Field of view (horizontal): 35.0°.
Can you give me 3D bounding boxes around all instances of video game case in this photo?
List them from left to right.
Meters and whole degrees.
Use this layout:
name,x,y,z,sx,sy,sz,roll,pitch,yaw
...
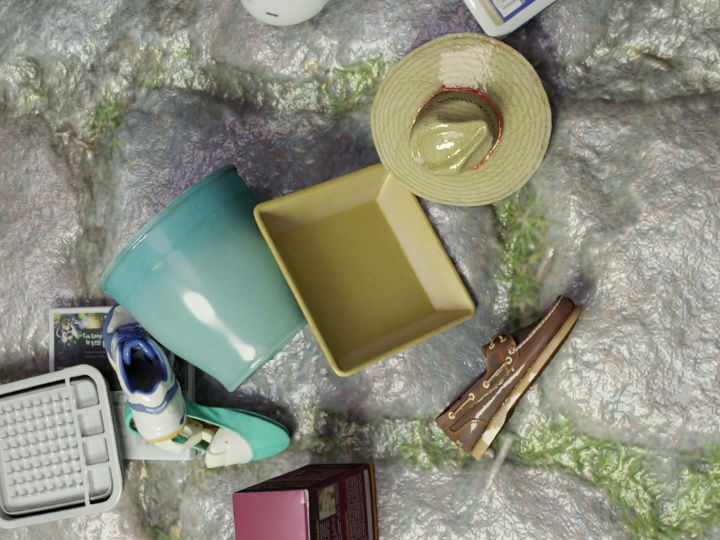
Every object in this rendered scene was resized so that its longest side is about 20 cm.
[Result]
name,x,y,z,sx,sy,sz,roll,pitch,yaw
video game case,-0.291,0.136,1.388,0.196,0.023,0.186,-2,88,21

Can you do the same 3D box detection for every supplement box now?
name,x,y,z,sx,sy,sz,roll,pitch,yaw
supplement box,-0.053,0.272,1.202,0.084,0.200,0.113,-5,87,19

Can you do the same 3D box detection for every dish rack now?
name,x,y,z,sx,sy,sz,roll,pitch,yaw
dish rack,-0.371,0.213,1.381,0.197,0.043,0.175,-14,84,19

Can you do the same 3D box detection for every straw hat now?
name,x,y,z,sx,sy,sz,roll,pitch,yaw
straw hat,0.097,-0.141,1.189,0.197,0.085,0.205,6,113,14

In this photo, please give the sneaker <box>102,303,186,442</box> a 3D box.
name,x,y,z,sx,sy,sz,roll,pitch,yaw
sneaker,-0.244,0.093,1.281,0.074,0.089,0.201,-22,47,-14

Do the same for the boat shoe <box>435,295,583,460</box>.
name,x,y,z,sx,sy,sz,roll,pitch,yaw
boat shoe,0.154,0.104,1.202,0.070,0.070,0.201,38,100,13

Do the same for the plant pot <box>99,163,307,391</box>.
name,x,y,z,sx,sy,sz,roll,pitch,yaw
plant pot,-0.152,0.020,1.262,0.200,0.200,0.188,-43,89,13

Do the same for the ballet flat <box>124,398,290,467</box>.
name,x,y,z,sx,sy,sz,roll,pitch,yaw
ballet flat,-0.180,0.189,1.303,0.196,0.071,0.068,16,133,7

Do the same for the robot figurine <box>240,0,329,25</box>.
name,x,y,z,sx,sy,sz,roll,pitch,yaw
robot figurine,-0.099,-0.378,1.282,0.148,0.124,0.203,-24,80,20

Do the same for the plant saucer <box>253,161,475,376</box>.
name,x,y,z,sx,sy,sz,roll,pitch,yaw
plant saucer,0.000,0.000,1.226,0.202,0.198,0.048,62,146,11

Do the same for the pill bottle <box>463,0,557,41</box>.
name,x,y,z,sx,sy,sz,roll,pitch,yaw
pill bottle,0.190,-0.343,1.180,0.198,0.119,0.121,-33,78,15
